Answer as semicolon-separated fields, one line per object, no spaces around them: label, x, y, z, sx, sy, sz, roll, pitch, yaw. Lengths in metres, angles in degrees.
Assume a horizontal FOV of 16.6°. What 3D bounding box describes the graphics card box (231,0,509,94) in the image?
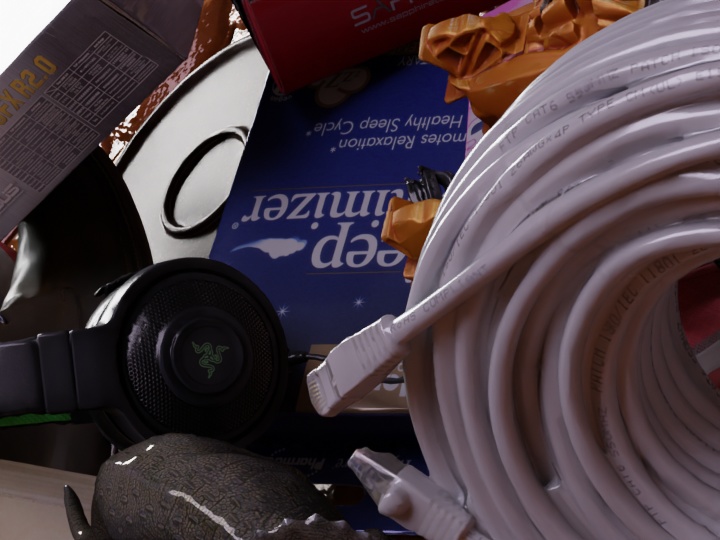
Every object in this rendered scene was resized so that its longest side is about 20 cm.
graphics card box;-0.001;-0.146;0.994;0.125;0.051;0.200;-24;29;-3

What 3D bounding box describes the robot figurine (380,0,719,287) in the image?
robot figurine;0.100;-0.054;0.711;0.200;0.058;0.145;-20;47;39

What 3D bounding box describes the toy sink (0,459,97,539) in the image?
toy sink;-0.137;0.178;0.809;0.130;0.112;0.200;95;-174;-57

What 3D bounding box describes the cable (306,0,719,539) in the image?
cable;0.111;0.025;0.631;0.200;0.200;0.069;-50;4;36

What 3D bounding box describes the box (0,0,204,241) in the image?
box;-0.130;-0.089;0.976;0.200;0.048;0.159;-40;26;37

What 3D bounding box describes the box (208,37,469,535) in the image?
box;0.000;0.000;0.902;0.121;0.032;0.200;-2;59;30

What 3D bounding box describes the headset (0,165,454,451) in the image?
headset;-0.060;0.019;0.829;0.124;0.200;0.094;127;137;-84

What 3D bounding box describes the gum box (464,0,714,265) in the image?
gum box;0.121;-0.062;0.809;0.200;0.066;0.114;-26;40;34

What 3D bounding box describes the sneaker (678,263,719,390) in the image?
sneaker;0.121;0.018;0.731;0.200;0.074;0.087;-35;35;25

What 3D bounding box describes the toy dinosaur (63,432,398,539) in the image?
toy dinosaur;-0.031;0.080;0.714;0.077;0.102;0.200;-47;42;-6

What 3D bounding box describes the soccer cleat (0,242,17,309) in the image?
soccer cleat;-0.161;0.062;1.031;0.068;0.073;0.200;-35;40;24

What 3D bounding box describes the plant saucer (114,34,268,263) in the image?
plant saucer;-0.054;-0.029;1.027;0.200;0.034;0.201;-30;40;29

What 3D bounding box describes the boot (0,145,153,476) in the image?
boot;-0.136;0.024;0.966;0.075;0.097;0.200;-41;49;42
